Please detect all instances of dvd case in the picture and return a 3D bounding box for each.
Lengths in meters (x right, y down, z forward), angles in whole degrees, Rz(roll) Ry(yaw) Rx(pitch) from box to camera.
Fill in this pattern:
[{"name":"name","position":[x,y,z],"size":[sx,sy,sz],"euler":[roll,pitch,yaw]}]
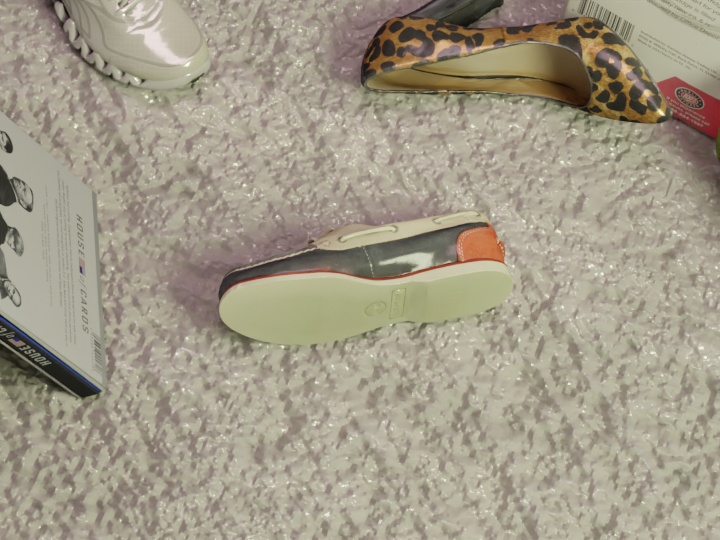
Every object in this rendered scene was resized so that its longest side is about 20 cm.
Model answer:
[{"name":"dvd case","position":[-0.220,-0.026,1.557],"size":[0.025,0.200,0.151],"euler":[-17,58,19]}]

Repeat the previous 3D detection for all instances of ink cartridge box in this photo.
[{"name":"ink cartridge box","position":[0.227,-0.203,1.710],"size":[0.144,0.200,0.084],"euler":[30,60,10]}]

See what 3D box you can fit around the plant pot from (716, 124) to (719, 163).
[{"name":"plant pot","position":[0.343,-0.062,1.671],"size":[0.200,0.201,0.190],"euler":[-32,55,-23]}]

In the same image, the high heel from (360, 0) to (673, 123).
[{"name":"high heel","position":[0.103,-0.125,1.719],"size":[0.200,0.072,0.142],"euler":[35,56,29]}]

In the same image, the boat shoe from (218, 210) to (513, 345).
[{"name":"boat shoe","position":[0.000,0.000,1.636],"size":[0.199,0.071,0.063],"euler":[-7,55,-14]}]

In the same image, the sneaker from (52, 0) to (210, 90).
[{"name":"sneaker","position":[-0.180,-0.203,1.725],"size":[0.200,0.081,0.075],"euler":[43,62,15]}]
